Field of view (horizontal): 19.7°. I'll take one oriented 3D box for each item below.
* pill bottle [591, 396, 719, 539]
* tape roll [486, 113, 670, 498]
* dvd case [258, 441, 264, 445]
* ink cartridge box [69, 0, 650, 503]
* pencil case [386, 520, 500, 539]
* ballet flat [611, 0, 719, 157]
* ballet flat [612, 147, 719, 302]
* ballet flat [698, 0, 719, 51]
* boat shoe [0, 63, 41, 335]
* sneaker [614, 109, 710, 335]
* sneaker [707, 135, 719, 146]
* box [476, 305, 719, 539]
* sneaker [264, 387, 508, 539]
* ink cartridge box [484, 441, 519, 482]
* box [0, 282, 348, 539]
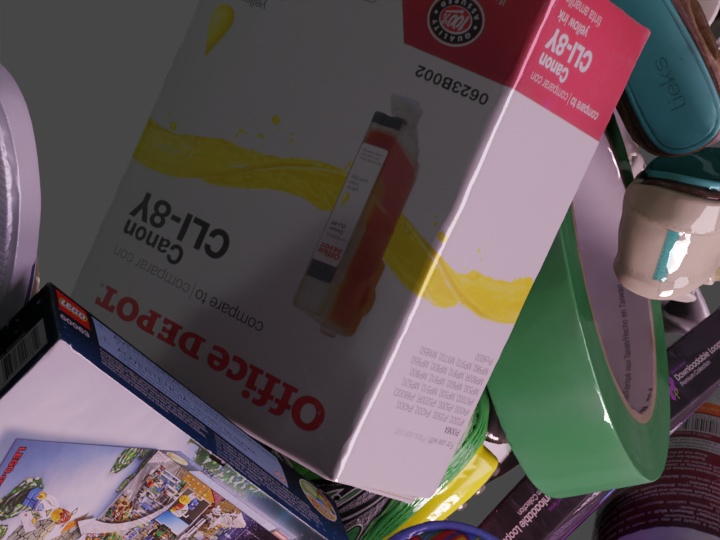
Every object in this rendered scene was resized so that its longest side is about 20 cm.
[{"bbox_3d":[0.187,0.171,1.209,0.200,0.109,0.110,-69,165,-54],"label":"pill bottle"},{"bbox_3d":[0.092,-0.001,0.925,0.200,0.048,0.202,-11,90,-73],"label":"tape roll"},{"bbox_3d":[0.000,0.000,0.941,0.200,0.017,0.143,-54,150,-19],"label":"dvd case"},{"bbox_3d":[-0.005,-0.033,0.779,0.083,0.145,0.201,20,95,-60],"label":"ink cartridge box"},{"bbox_3d":[0.028,0.174,0.862,0.078,0.087,0.200,-47,166,-23],"label":"pencil case"},{"bbox_3d":[0.116,-0.148,0.947,0.072,0.067,0.201,-93,157,-68],"label":"ballet flat"},{"bbox_3d":[0.156,-0.020,0.973,0.200,0.069,0.070,-19,129,-70],"label":"ballet flat"},{"bbox_3d":[0.192,-0.167,1.065,0.201,0.070,0.071,-58,150,-4],"label":"ballet flat"},{"bbox_3d":[-0.142,0.015,0.692,0.062,0.071,0.201,-63,167,-64],"label":"boat shoe"},{"bbox_3d":[0.145,-0.028,1.081,0.075,0.088,0.200,-54,149,-14],"label":"sneaker"},{"bbox_3d":[0.228,-0.090,1.097,0.077,0.082,0.200,-54,-175,-16],"label":"sneaker"},{"bbox_3d":[0.123,0.108,1.119,0.143,0.036,0.200,-32,163,-43],"label":"box"},{"bbox_3d":[-0.030,0.106,0.901,0.200,0.078,0.085,-48,137,3],"label":"sneaker"},{"bbox_3d":[0.047,0.096,1.038,0.201,0.050,0.161,-68,159,3],"label":"ink cartridge box"},{"bbox_3d":[-0.119,0.117,0.685,0.200,0.038,0.136,-43,121,11],"label":"box"}]
